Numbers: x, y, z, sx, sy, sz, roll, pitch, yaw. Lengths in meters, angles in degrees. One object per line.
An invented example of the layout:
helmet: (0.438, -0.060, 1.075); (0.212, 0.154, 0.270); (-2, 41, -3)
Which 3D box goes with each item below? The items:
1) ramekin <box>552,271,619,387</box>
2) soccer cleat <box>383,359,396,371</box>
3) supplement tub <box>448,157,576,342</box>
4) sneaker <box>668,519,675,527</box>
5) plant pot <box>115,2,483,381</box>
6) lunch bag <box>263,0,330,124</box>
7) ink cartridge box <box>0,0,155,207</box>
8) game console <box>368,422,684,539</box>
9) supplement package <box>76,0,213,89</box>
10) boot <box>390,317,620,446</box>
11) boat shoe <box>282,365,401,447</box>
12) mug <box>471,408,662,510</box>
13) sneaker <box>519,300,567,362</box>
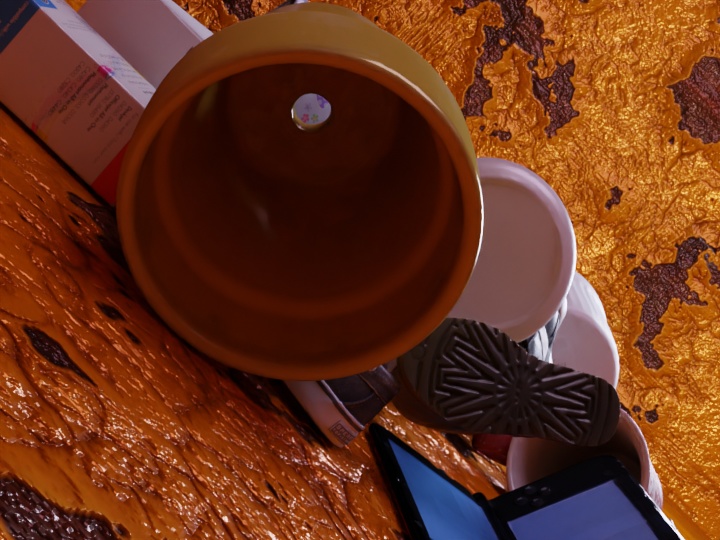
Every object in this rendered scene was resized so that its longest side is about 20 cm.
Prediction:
ramekin: (0.186, 0.098, 1.343); (0.200, 0.200, 0.098); (42, 14, -21)
soccer cleat: (0.041, 0.071, 1.143); (0.199, 0.086, 0.071); (9, -56, 62)
supplement tub: (0.084, -0.014, 0.987); (0.140, 0.141, 0.200); (43, -3, -5)
sneaker: (0.274, 0.249, 1.383); (0.200, 0.089, 0.077); (45, 6, 14)
plant pot: (-0.031, -0.068, 0.735); (0.200, 0.200, 0.190); (42, 21, -19)
lunch bag: (-0.076, -0.160, 1.277); (0.169, 0.200, 0.127); (40, 7, -28)
ink cartridge box: (-0.182, -0.111, 0.849); (0.200, 0.067, 0.116); (44, 6, -3)
game console: (0.115, 0.157, 0.819); (0.200, 0.170, 0.120); (-118, -173, -71)
supplement package: (-0.161, -0.150, 1.028); (0.117, 0.117, 0.200); (45, 5, 12)
boot: (0.064, 0.086, 0.875); (0.173, 0.067, 0.199); (24, -12, -21)
boat shoe: (-0.048, 0.021, 0.810); (0.200, 0.068, 0.072); (49, 0, 29)
mug: (0.216, 0.193, 1.201); (0.178, 0.133, 0.200); (49, 4, 28)
sneaker: (0.138, 0.104, 1.190); (0.072, 0.112, 0.202); (27, -41, 27)
